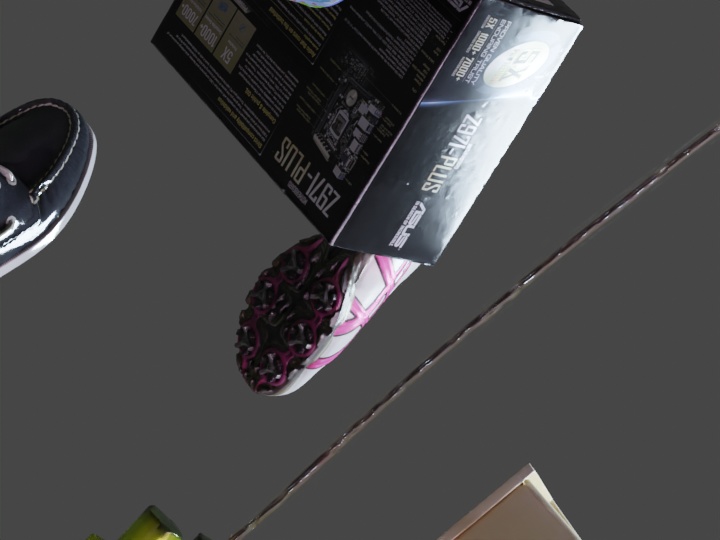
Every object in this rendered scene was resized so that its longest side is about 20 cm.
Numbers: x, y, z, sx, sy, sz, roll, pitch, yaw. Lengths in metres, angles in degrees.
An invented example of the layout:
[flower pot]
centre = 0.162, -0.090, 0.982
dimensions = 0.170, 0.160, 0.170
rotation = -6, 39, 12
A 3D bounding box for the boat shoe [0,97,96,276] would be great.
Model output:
[boat shoe]
centre = -0.215, -0.030, 1.612
dimensions = 0.200, 0.075, 0.060
rotation = -53, 155, -29

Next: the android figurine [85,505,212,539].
[android figurine]
centre = -0.176, 0.246, 1.974
dimensions = 0.200, 0.041, 0.182
rotation = -47, 142, 3

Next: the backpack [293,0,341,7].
[backpack]
centre = -0.045, -0.236, 1.496
dimensions = 0.146, 0.200, 0.183
rotation = 18, 117, -27

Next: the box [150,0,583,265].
[box]
centre = 0.000, -0.129, 1.637
dimensions = 0.086, 0.200, 0.164
rotation = 11, 118, -46

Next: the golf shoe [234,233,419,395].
[golf shoe]
centre = 0.000, 0.000, 1.865
dimensions = 0.092, 0.073, 0.200
rotation = 16, 114, -50

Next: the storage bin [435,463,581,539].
[storage bin]
centre = 0.101, 0.278, 2.204
dimensions = 0.200, 0.094, 0.199
rotation = -39, 143, -5
